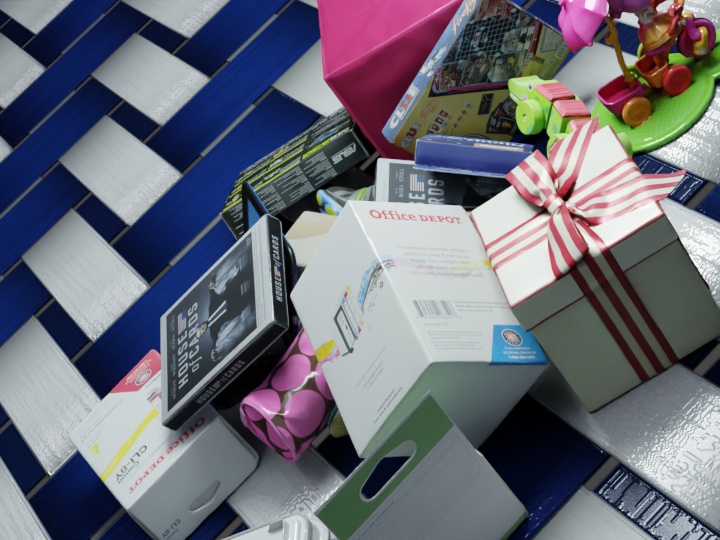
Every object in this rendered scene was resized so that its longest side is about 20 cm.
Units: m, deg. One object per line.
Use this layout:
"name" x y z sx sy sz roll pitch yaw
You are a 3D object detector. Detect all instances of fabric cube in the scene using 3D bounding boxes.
"fabric cube" 0.083 -0.261 1.852 0.198 0.196 0.201 -29 36 18

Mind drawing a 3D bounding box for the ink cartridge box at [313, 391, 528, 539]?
"ink cartridge box" 0.048 0.205 1.347 0.146 0.200 0.048 -46 37 -9

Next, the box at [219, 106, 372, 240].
"box" -0.074 -0.132 1.935 0.199 0.048 0.193 -32 16 12

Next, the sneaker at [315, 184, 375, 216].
"sneaker" 0.015 -0.067 1.822 0.082 0.071 0.199 -31 25 -27

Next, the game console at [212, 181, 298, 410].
"game console" -0.141 0.026 1.717 0.170 0.119 0.200 -37 33 0

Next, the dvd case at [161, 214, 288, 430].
"dvd case" -0.147 0.056 1.628 0.200 0.025 0.151 -42 38 32

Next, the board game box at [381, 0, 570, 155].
"board game box" 0.132 -0.206 1.735 0.201 0.135 0.035 -56 31 15

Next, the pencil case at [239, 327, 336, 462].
"pencil case" -0.047 0.096 1.609 0.093 0.091 0.201 31 67 16

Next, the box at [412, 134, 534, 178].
"box" 0.122 -0.120 1.622 0.120 0.033 0.200 7 9 6

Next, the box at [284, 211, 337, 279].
"box" 0.000 0.000 1.725 0.199 0.095 0.078 12 57 48

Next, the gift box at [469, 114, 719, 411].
"gift box" 0.227 -0.021 1.446 0.199 0.187 0.185 -36 34 7

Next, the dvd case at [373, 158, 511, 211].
"dvd case" 0.113 -0.057 1.643 0.198 0.025 0.151 5 43 -2

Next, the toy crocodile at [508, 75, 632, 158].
"toy crocodile" 0.221 -0.160 1.650 0.067 0.062 0.200 -7 37 -22

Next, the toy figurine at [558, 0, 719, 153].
"toy figurine" 0.296 -0.257 1.652 0.199 0.184 0.150 -36 34 4

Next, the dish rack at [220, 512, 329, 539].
"dish rack" -0.115 0.329 1.504 0.170 0.044 0.201 -23 38 22

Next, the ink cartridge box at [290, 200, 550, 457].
"ink cartridge box" 0.050 0.054 1.471 0.145 0.146 0.201 -55 46 37

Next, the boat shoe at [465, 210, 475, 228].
"boat shoe" 0.187 -0.062 1.572 0.199 0.071 0.070 -22 -6 -24

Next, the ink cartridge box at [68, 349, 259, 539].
"ink cartridge box" -0.221 0.196 1.719 0.145 0.084 0.200 -45 34 -8

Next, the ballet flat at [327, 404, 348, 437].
"ballet flat" 0.044 0.100 1.601 0.070 0.071 0.201 16 64 51
